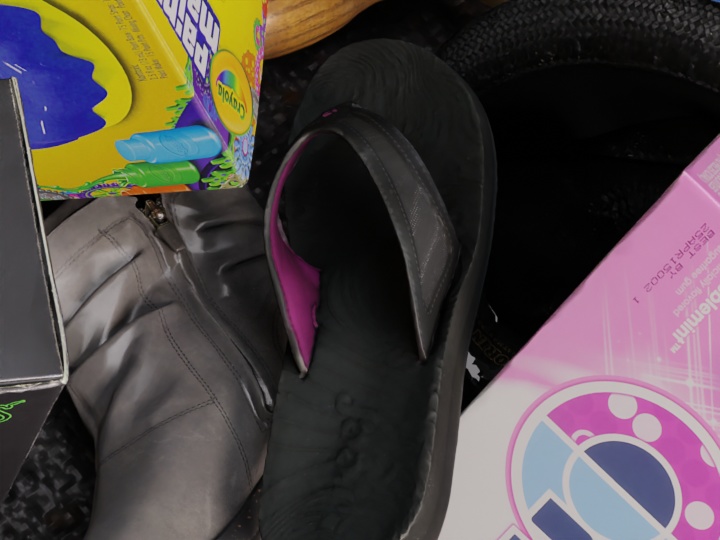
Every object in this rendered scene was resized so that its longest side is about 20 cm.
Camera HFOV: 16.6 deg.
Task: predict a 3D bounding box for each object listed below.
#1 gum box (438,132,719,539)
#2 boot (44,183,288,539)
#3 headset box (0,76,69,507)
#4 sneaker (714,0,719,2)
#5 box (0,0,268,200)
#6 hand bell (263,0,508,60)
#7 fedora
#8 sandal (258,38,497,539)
[{"bbox_3d":[0.096,0.057,0.759,0.113,0.200,0.066,43,32,5],"label":"gum box"},{"bbox_3d":[-0.079,0.048,0.790,0.132,0.070,0.200,45,49,8],"label":"boot"},{"bbox_3d":[-0.184,0.029,0.678,0.174,0.200,0.093,-4,67,-22],"label":"headset box"},{"bbox_3d":[0.186,-0.118,0.928,0.077,0.111,0.200,46,60,6],"label":"sneaker"},{"bbox_3d":[-0.145,-0.117,0.722,0.192,0.200,0.122,-3,63,15],"label":"box"},{"bbox_3d":[0.018,-0.109,0.858,0.200,0.104,0.104,-21,74,-32],"label":"hand bell"},{"bbox_3d":[0.106,-0.009,0.837,0.201,0.201,0.092,51,30,9],"label":"fedora"},{"bbox_3d":[0.001,0.000,0.763,0.048,0.075,0.201,48,35,-46],"label":"sandal"}]
